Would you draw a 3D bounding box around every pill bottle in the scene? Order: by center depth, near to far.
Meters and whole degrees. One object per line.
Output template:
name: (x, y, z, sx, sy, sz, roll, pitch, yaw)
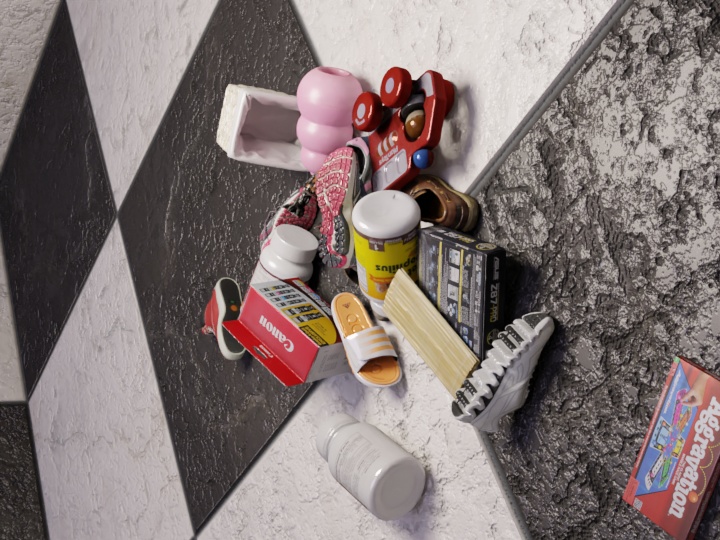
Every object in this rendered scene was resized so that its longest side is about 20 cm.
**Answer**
pill bottle: (0.047, -0.022, 1.558, 0.109, 0.108, 0.201, 52, 158, 44)
pill bottle: (0.010, 0.323, 1.622, 0.200, 0.113, 0.116, 30, 111, 52)
pill bottle: (-0.157, 0.017, 1.896, 0.110, 0.109, 0.201, 52, 127, 44)

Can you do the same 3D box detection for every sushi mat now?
sushi mat: (0.104, 0.096, 1.483, 0.200, 0.012, 0.096, 51, 141, 26)

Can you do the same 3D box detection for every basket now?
basket: (-0.170, -0.281, 1.871, 0.123, 0.198, 0.137, 37, 117, 55)

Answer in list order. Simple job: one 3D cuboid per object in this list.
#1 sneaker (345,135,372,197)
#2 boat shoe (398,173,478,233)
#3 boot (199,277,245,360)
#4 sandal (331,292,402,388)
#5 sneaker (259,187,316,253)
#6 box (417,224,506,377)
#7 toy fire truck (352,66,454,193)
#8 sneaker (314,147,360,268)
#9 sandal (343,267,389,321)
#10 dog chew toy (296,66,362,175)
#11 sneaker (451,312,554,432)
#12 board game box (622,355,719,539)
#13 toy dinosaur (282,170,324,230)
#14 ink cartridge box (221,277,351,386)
sneaker: (0.005, -0.136, 1.700, 0.070, 0.081, 0.202, -4, 86, 55)
boat shoe: (0.107, -0.115, 1.564, 0.200, 0.067, 0.073, 31, 112, 52)
boot: (-0.309, 0.137, 2.140, 0.144, 0.072, 0.201, -51, 40, 40)
sandal: (0.002, 0.110, 1.660, 0.059, 0.079, 0.208, 94, 151, -54)
sneaker: (-0.156, -0.097, 1.932, 0.200, 0.080, 0.075, -52, 46, 40)
box: (0.149, 0.047, 1.465, 0.161, 0.049, 0.202, 22, 119, 50)
toy fire truck: (0.076, -0.226, 1.574, 0.200, 0.111, 0.170, -32, 58, 50)
sneaker: (-0.027, -0.105, 1.624, 0.080, 0.074, 0.202, 3, 91, 46)
sandal: (0.000, 0.000, 1.689, 0.082, 0.054, 0.202, -40, 68, 58)
dog chew toy: (-0.064, -0.271, 1.790, 0.124, 0.124, 0.202, 42, 128, 48)
sneaker: (0.217, 0.147, 1.386, 0.201, 0.081, 0.075, -53, 17, 13)
board game box: (0.391, 0.217, 1.167, 0.103, 0.019, 0.202, 34, 114, 50)
toy dinosaur: (-0.057, -0.142, 1.754, 0.102, 0.200, 0.137, 29, 90, 21)
ink cartridge box: (-0.121, 0.107, 1.737, 0.200, 0.175, 0.084, 38, 118, 30)
